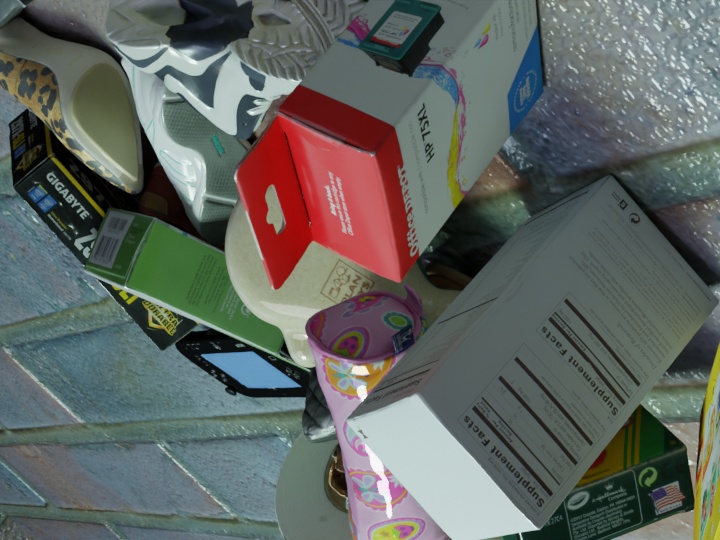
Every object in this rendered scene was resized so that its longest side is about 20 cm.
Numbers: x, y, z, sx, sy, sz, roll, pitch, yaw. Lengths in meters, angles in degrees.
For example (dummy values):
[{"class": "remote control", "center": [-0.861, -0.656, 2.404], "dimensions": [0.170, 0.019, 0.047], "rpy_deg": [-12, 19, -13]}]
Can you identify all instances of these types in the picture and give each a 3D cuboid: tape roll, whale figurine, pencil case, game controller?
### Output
[{"class": "tape roll", "center": [0.023, 0.166, 1.304], "dimensions": [0.202, 0.203, 0.037], "rpy_deg": [11, 146, 45]}, {"class": "whale figurine", "center": [0.000, 0.000, 1.150], "dimensions": [0.199, 0.160, 0.104], "rpy_deg": [32, -164, 13]}, {"class": "pencil case", "center": [0.020, 0.109, 1.090], "dimensions": [0.087, 0.087, 0.202], "rpy_deg": [18, 131, 37]}, {"class": "game controller", "center": [-0.101, 0.088, 1.516], "dimensions": [0.104, 0.043, 0.199], "rpy_deg": [28, 161, -27]}]

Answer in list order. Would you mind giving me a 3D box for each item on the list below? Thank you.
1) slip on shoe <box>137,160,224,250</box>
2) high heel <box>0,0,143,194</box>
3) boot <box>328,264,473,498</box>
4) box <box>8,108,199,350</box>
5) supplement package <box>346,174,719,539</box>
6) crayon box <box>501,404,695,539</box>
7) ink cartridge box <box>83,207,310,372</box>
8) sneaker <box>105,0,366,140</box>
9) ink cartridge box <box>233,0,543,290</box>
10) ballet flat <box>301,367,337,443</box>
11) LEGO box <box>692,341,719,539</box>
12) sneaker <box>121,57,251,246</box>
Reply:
[{"class": "slip on shoe", "center": [-0.140, -0.014, 1.387], "dimensions": [0.074, 0.061, 0.201], "rpy_deg": [19, 151, 32]}, {"class": "high heel", "center": [-0.251, -0.138, 1.299], "dimensions": [0.142, 0.071, 0.201], "rpy_deg": [-23, 100, 56]}, {"class": "boot", "center": [0.038, 0.091, 1.205], "dimensions": [0.073, 0.155, 0.200], "rpy_deg": [30, 156, 5]}, {"class": "box", "center": [-0.223, -0.042, 1.380], "dimensions": [0.200, 0.049, 0.160], "rpy_deg": [51, -174, -26]}, {"class": "supplement package", "center": [0.107, 0.057, 0.988], "dimensions": [0.110, 0.200, 0.114], "rpy_deg": [47, 155, -6]}, {"class": "crayon box", "center": [0.130, 0.121, 1.107], "dimensions": [0.200, 0.126, 0.051], "rpy_deg": [-133, 26, -65]}, {"class": "ink cartridge box", "center": [-0.115, 0.018, 1.293], "dimensions": [0.199, 0.060, 0.104], "rpy_deg": [26, 174, -29]}, {"class": "sneaker", "center": [-0.059, -0.137, 1.055], "dimensions": [0.197, 0.080, 0.130], "rpy_deg": [3, 164, 19]}, {"class": "ink cartridge box", "center": [0.021, -0.080, 0.880], "dimensions": [0.067, 0.201, 0.117], "rpy_deg": [25, 153, 26]}, {"class": "ballet flat", "center": [-0.031, 0.045, 1.223], "dimensions": [0.056, 0.201, 0.067], "rpy_deg": [-23, 132, 12]}, {"class": "LEGO box", "center": [0.247, 0.108, 0.942], "dimensions": [0.076, 0.150, 0.201], "rpy_deg": [6, 149, 8]}, {"class": "sneaker", "center": [-0.126, -0.101, 1.227], "dimensions": [0.080, 0.070, 0.201], "rpy_deg": [41, 159, 35]}]
